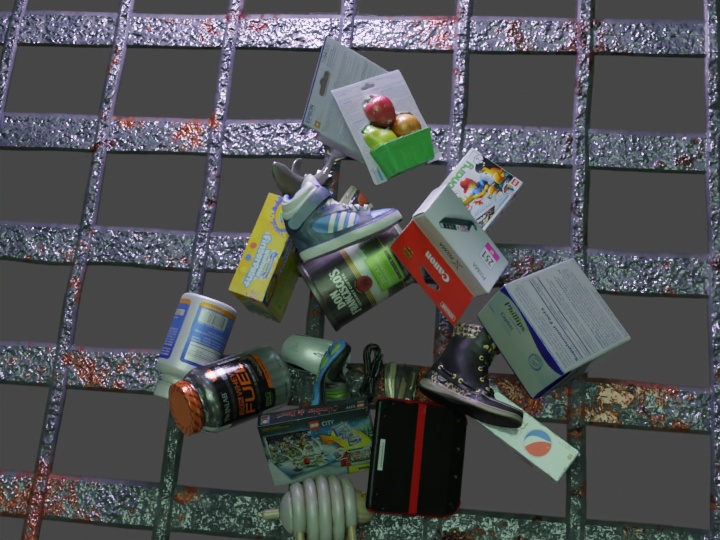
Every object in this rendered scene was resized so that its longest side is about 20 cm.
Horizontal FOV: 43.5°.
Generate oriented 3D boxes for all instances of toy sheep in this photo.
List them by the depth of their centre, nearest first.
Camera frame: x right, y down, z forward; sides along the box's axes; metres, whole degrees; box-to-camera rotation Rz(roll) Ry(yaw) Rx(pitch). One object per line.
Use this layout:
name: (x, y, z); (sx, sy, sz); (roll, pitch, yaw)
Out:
toy sheep: (-0.071, 0.424, 1.579); (0.200, 0.138, 0.138); (-2, 72, -12)

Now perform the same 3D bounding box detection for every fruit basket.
fruit basket: (0.050, -0.281, 1.765); (0.185, 0.094, 0.200); (-27, 85, -36)

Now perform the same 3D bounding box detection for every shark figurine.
shark figurine: (-0.085, -0.175, 1.771); (0.089, 0.128, 0.214); (18, 32, 31)

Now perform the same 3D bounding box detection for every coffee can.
coffee can: (0.000, 0.000, 1.688); (0.200, 0.146, 0.146); (-32, 72, -3)

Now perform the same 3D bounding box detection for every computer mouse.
computer mouse: (-0.059, 0.171, 1.697); (0.200, 0.044, 0.110); (14, 77, 11)

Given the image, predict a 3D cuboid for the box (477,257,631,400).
box: (0.341, 0.100, 1.591); (0.200, 0.105, 0.184); (-18, 67, -38)

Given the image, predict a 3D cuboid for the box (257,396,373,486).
box: (-0.073, 0.308, 1.619); (0.200, 0.038, 0.137); (-10, 115, 3)

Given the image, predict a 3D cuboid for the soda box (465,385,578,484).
soda box: (0.286, 0.292, 1.609); (0.200, 0.064, 0.068); (36, 80, 16)

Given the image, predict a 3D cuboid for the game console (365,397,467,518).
game console: (0.101, 0.332, 1.596); (0.177, 0.031, 0.200); (9, 79, -14)

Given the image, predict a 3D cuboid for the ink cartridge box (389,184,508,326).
ink cartridge box: (0.165, -0.029, 1.646); (0.200, 0.044, 0.174); (50, 52, -15)

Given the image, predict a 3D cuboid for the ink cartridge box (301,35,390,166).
ink cartridge box: (-0.022, -0.331, 1.781); (0.200, 0.043, 0.197); (24, 72, -30)

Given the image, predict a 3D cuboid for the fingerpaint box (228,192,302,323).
fingerpaint box: (-0.163, -0.021, 1.704); (0.073, 0.167, 0.200); (18, 77, 12)

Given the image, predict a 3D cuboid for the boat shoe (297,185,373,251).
boat shoe: (-0.057, -0.093, 1.733); (0.063, 0.071, 0.200); (49, 56, 0)

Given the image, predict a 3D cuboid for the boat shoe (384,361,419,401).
boat shoe: (0.080, 0.263, 1.637); (0.073, 0.075, 0.200); (-1, 74, 7)

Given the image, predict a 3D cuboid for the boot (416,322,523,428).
boot: (0.215, 0.182, 1.587); (0.200, 0.073, 0.151); (16, 65, 33)

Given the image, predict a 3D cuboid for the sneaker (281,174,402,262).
sneaker: (-0.042, -0.114, 1.599); (0.200, 0.081, 0.147); (-22, 86, 3)

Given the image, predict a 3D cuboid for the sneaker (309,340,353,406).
sneaker: (-0.044, 0.217, 1.643); (0.083, 0.071, 0.200); (11, 109, -1)

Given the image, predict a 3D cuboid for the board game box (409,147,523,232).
board game box: (0.207, -0.127, 1.759); (0.126, 0.035, 0.200); (37, 81, 16)

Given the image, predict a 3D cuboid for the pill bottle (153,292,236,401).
pill bottle: (-0.316, 0.153, 1.699); (0.112, 0.112, 0.200); (16, 77, 11)

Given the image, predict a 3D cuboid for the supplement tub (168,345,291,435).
supplement tub: (-0.234, 0.218, 1.622); (0.200, 0.123, 0.123); (-18, 68, -34)
